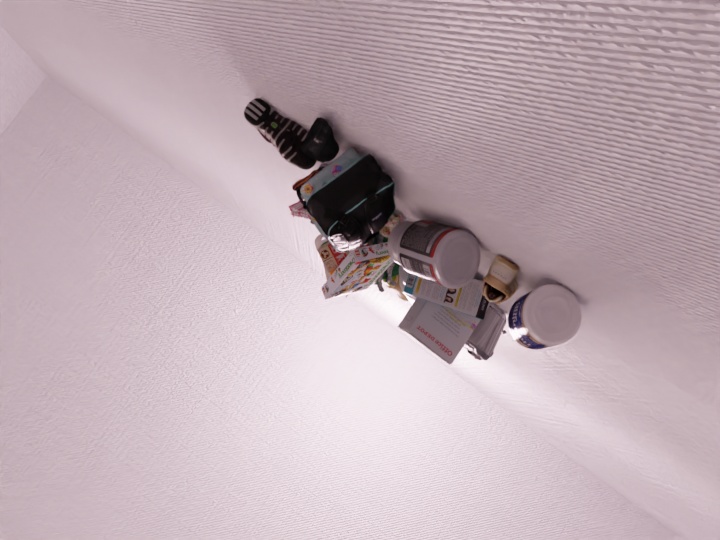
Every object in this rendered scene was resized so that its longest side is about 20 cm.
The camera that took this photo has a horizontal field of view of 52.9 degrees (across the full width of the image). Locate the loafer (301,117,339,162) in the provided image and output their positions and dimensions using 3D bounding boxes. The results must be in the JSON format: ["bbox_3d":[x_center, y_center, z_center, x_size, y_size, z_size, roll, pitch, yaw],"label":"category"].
[{"bbox_3d":[-0.072,-0.248,1.400,0.069,0.069,0.200,28,178,-7],"label":"loafer"}]

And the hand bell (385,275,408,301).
[{"bbox_3d":[0.058,0.013,1.944,0.197,0.106,0.104,15,-174,-37],"label":"hand bell"}]

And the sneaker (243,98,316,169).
[{"bbox_3d":[-0.159,-0.284,1.565,0.200,0.076,0.116,45,179,11],"label":"sneaker"}]

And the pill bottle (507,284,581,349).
[{"bbox_3d":[0.349,0.096,1.412,0.110,0.112,0.200,34,172,5],"label":"pill bottle"}]

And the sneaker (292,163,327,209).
[{"bbox_3d":[-0.080,-0.177,1.600,0.078,0.111,0.199,61,162,-20],"label":"sneaker"}]

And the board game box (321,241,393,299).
[{"bbox_3d":[0.000,0.000,1.679,0.200,0.124,0.035,-49,60,54],"label":"board game box"}]

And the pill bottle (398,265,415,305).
[{"bbox_3d":[0.161,0.034,1.844,0.111,0.113,0.200,31,171,27],"label":"pill bottle"}]

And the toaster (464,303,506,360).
[{"bbox_3d":[0.273,0.127,1.835,0.198,0.130,0.114,35,171,0],"label":"toaster"}]

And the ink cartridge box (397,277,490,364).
[{"bbox_3d":[0.202,0.098,1.717,0.144,0.202,0.084,37,171,-15],"label":"ink cartridge box"}]

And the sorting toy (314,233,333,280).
[{"bbox_3d":[-0.034,-0.059,1.992,0.180,0.198,0.108,45,155,34],"label":"sorting toy"}]

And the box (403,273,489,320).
[{"bbox_3d":[0.200,0.042,1.632,0.197,0.084,0.049,19,180,-23],"label":"box"}]

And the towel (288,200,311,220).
[{"bbox_3d":[-0.065,-0.151,1.644,0.199,0.145,0.030,22,137,58],"label":"towel"}]

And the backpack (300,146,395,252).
[{"bbox_3d":[-0.019,-0.133,1.443,0.154,0.175,0.200,49,177,23],"label":"backpack"}]

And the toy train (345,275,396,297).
[{"bbox_3d":[0.043,0.005,1.866,0.115,0.203,0.084,32,167,-28],"label":"toy train"}]

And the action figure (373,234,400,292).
[{"bbox_3d":[0.065,-0.043,1.765,0.054,0.117,0.203,35,140,35],"label":"action figure"}]

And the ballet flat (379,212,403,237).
[{"bbox_3d":[0.023,-0.138,1.666,0.198,0.076,0.065,27,138,26],"label":"ballet flat"}]

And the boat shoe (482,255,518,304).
[{"bbox_3d":[0.280,0.032,1.488,0.073,0.070,0.200,32,171,19],"label":"boat shoe"}]

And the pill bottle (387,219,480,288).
[{"bbox_3d":[0.144,-0.040,1.482,0.116,0.117,0.199,40,171,-32],"label":"pill bottle"}]

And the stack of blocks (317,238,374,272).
[{"bbox_3d":[-0.031,-0.065,1.745,0.059,0.114,0.200,61,-171,-8],"label":"stack of blocks"}]
